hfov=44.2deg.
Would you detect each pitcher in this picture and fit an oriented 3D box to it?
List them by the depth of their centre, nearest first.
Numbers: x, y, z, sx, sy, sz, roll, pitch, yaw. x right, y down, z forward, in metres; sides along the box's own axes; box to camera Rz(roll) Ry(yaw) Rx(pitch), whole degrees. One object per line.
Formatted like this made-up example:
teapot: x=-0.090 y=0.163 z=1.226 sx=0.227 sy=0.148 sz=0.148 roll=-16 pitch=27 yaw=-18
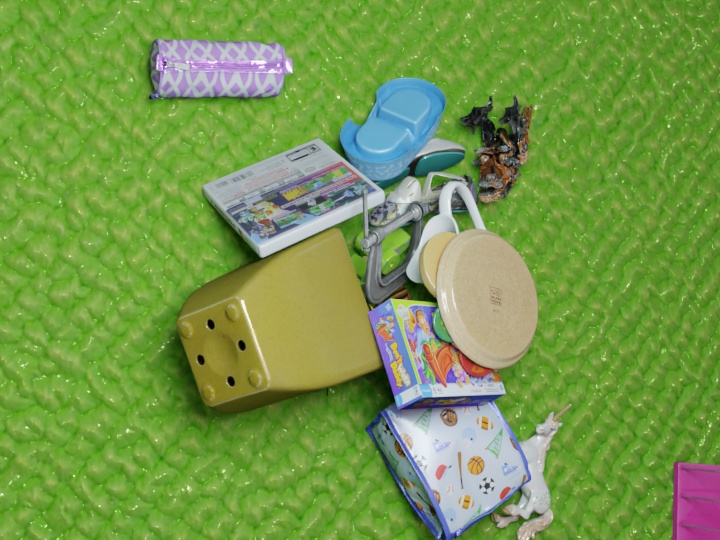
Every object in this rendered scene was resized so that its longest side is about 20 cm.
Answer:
pitcher: x=0.172 y=-0.022 z=1.332 sx=0.199 sy=0.120 sz=0.174 roll=30 pitch=70 yaw=-38

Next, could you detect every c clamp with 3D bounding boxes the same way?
c clamp: x=0.049 y=-0.042 z=1.246 sx=0.199 sy=0.027 sz=0.174 roll=-26 pitch=125 yaw=-59

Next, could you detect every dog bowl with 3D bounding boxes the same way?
dog bowl: x=0.050 y=-0.210 z=1.330 sx=0.110 sy=0.050 sz=0.201 roll=26 pitch=56 yaw=21

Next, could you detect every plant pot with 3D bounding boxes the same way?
plant pot: x=-0.118 y=0.080 z=1.138 sx=0.199 sy=0.194 sz=0.197 roll=-21 pitch=91 yaw=-58

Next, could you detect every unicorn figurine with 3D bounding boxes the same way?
unicorn figurine: x=0.257 y=0.310 z=1.375 sx=0.135 sy=0.074 sz=0.203 roll=-13 pitch=104 yaw=-23

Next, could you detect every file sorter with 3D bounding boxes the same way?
file sorter: x=0.611 y=0.428 z=1.463 sx=0.137 sy=0.125 sz=0.204 roll=8 pitch=80 yaw=-21

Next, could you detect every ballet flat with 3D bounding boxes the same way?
ballet flat: x=0.094 y=-0.114 z=1.355 sx=0.198 sy=0.072 sz=0.073 roll=-13 pitch=88 yaw=-27
ballet flat: x=0.071 y=-0.174 z=1.365 sx=0.198 sy=0.069 sz=0.070 roll=-22 pitch=91 yaw=-22

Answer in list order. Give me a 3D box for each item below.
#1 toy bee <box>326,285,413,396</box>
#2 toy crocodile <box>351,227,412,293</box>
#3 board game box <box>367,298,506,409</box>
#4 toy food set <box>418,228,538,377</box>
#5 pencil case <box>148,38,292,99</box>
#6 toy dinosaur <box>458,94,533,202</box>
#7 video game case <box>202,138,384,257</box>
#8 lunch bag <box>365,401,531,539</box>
toy bee: x=0.030 y=0.108 z=1.280 sx=0.130 sy=0.108 sz=0.202 roll=34 pitch=75 yaw=-34
toy crocodile: x=0.000 y=0.000 z=1.313 sx=0.067 sy=0.062 sz=0.199 roll=37 pitch=61 yaw=24
board game box: x=0.106 y=0.114 z=1.200 sx=0.198 sy=0.045 sz=0.136 roll=7 pitch=59 yaw=-49
toy food set: x=0.169 y=0.042 z=1.219 sx=0.198 sy=0.048 sz=0.201 roll=-5 pitch=80 yaw=-40
pencil case: x=-0.202 y=-0.287 z=1.255 sx=0.197 sy=0.085 sz=0.085 roll=-6 pitch=87 yaw=-23
toy dinosaur: x=0.226 y=-0.200 z=1.420 sx=0.202 sy=0.101 sz=0.137 roll=-76 pitch=146 yaw=-47
video game case: x=-0.095 y=-0.107 z=1.240 sx=0.198 sy=0.182 sz=0.023 roll=-25 pitch=133 yaw=-22
lunch bag: x=0.130 y=0.264 z=1.285 sx=0.169 sy=0.124 sz=0.201 roll=-29 pitch=75 yaw=-22
